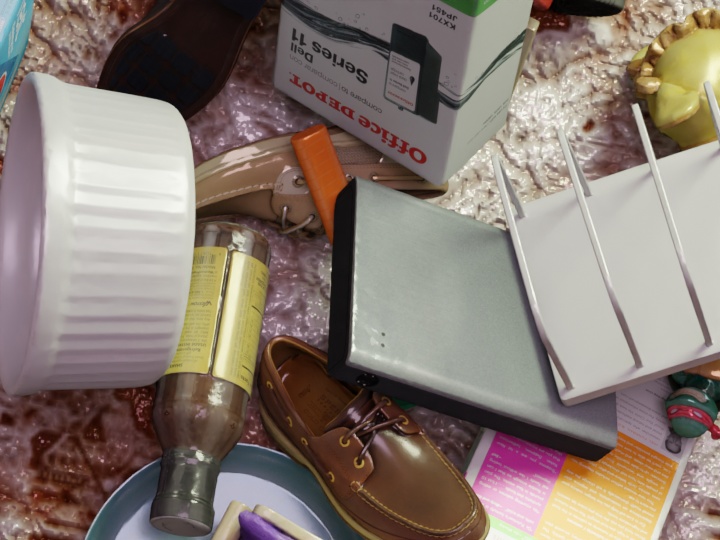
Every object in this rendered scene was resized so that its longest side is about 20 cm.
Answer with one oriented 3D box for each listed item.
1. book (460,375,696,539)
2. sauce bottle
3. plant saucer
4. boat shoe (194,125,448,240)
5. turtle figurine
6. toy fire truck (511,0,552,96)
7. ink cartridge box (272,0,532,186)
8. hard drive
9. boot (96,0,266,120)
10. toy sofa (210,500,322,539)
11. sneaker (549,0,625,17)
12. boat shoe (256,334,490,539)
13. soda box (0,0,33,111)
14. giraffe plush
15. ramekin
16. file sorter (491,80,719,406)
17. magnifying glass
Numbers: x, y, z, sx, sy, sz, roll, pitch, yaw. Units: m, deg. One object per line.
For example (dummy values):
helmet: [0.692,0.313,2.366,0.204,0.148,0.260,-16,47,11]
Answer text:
book: [0.138,0.131,1.502,0.133,0.048,0.201,30,56,-2]
sauce bottle: [-0.101,0.070,1.477,0.064,0.065,0.201,13,66,-7]
plant saucer: [-0.087,0.213,1.489,0.199,0.027,0.202,2,79,-9]
boat shoe: [-0.037,-0.055,1.524,0.199,0.071,0.065,-15,82,-13]
turtle figurine: [0.233,0.036,1.518,0.149,0.101,0.201,15,67,8]
toy fire truck: [0.077,-0.219,1.504,0.175,0.129,0.201,24,90,24]
ink cartridge box: [0.029,-0.173,1.452,0.146,0.201,0.083,32,52,19]
hard drive: [0.074,0.033,1.474,0.199,0.033,0.140,19,53,-24]
boot: [-0.102,-0.169,1.513,0.075,0.200,0.097,38,35,-9]
toy sofa: [-0.013,0.227,1.436,0.199,0.098,0.083,29,76,-4]
sneaker: [0.096,-0.248,1.587,0.199,0.060,0.105,14,81,-1]
boat shoe: [0.001,0.111,1.453,0.072,0.068,0.200,-37,52,-20]
soda box: [-0.245,-0.151,1.441,0.064,0.200,0.068,21,77,-5]
giraffe plush: [0.270,-0.123,1.554,0.161,0.173,0.201,-19,83,2]
ramekin: [-0.168,-0.020,1.436,0.097,0.200,0.202,3,79,-16]
file sorter: [0.192,-0.027,1.415,0.199,0.125,0.140,-18,64,9]
magnifying glass: [0.000,0.000,1.508,0.079,0.022,0.201,-26,110,-14]
